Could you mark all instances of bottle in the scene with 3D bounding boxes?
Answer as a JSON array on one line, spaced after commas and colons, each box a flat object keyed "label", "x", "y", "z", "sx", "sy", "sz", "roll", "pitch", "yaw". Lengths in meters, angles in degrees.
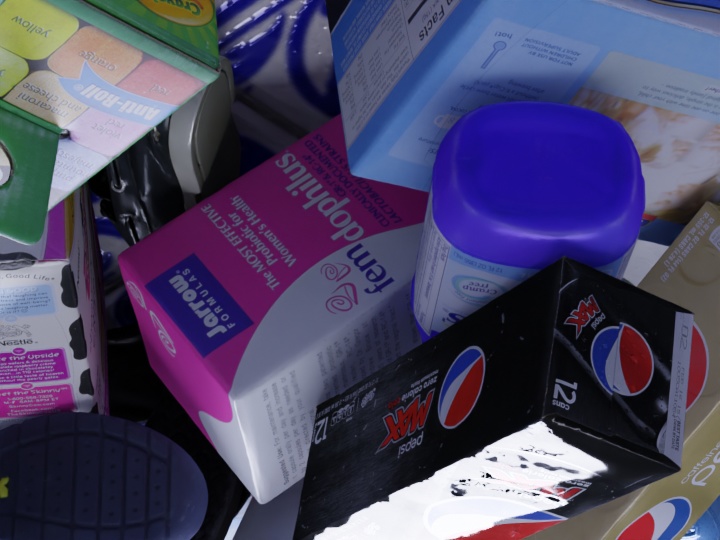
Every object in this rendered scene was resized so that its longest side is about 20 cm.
[{"label": "bottle", "x": 0.062, "y": 0.006, "z": 0.797, "sx": 0.083, "sy": 0.066, "sz": 0.200, "roll": 5, "pitch": 152, "yaw": -2}]

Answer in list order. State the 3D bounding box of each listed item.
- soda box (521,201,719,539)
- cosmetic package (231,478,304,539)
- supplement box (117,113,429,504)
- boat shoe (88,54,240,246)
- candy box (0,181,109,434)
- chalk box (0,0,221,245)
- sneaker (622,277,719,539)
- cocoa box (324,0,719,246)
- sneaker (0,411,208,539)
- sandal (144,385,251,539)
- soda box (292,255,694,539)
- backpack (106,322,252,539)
[{"label": "soda box", "x": 0.125, "y": 0.071, "z": 0.836, "sx": 0.064, "sy": 0.068, "sz": 0.200, "roll": 14, "pitch": 120, "yaw": -50}, {"label": "cosmetic package", "x": 0.021, "y": 0.100, "z": 0.967, "sx": 0.085, "sy": 0.201, "sz": 0.108, "roll": -14, "pitch": 132, "yaw": 43}, {"label": "supplement box", "x": 0.000, "y": 0.000, "z": 0.899, "sx": 0.200, "sy": 0.101, "sz": 0.104, "roll": -35, "pitch": 150, "yaw": -16}, {"label": "boat shoe", "x": -0.099, "y": -0.048, "z": 0.916, "sx": 0.066, "sy": 0.075, "sz": 0.200, "roll": 18, "pitch": 160, "yaw": 5}, {"label": "candy box", "x": -0.157, "y": -0.002, "z": 0.907, "sx": 0.061, "sy": 0.137, "sz": 0.200, "roll": -5, "pitch": 147, "yaw": -4}, {"label": "chalk box", "x": -0.136, "y": -0.106, "z": 0.699, "sx": 0.124, "sy": 0.201, "sz": 0.124, "roll": 24, "pitch": 135, "yaw": -39}, {"label": "sneaker", "x": 0.129, "y": 0.099, "z": 0.921, "sx": 0.105, "sy": 0.200, "sz": 0.076, "roll": -27, "pitch": 145, "yaw": -4}, {"label": "cocoa box", "x": 0.101, "y": -0.107, "z": 0.809, "sx": 0.199, "sy": 0.132, "sz": 0.133, "roll": 11, "pitch": 142, "yaw": -26}, {"label": "sneaker", "x": -0.157, "y": 0.120, "z": 0.903, "sx": 0.199, "sy": 0.074, "sz": 0.082, "roll": -8, "pitch": 146, "yaw": 20}, {"label": "sandal", "x": -0.075, "y": 0.086, "z": 0.955, "sx": 0.075, "sy": 0.201, "sz": 0.045, "roll": 8, "pitch": 153, "yaw": 30}, {"label": "soda box", "x": 0.048, "y": 0.067, "z": 0.767, "sx": 0.063, "sy": 0.071, "sz": 0.200, "roll": 22, "pitch": 151, "yaw": -21}, {"label": "backpack", "x": -0.089, "y": 0.105, "z": 1.077, "sx": 0.199, "sy": 0.155, "sz": 0.191, "roll": -8, "pitch": 156, "yaw": -5}]
